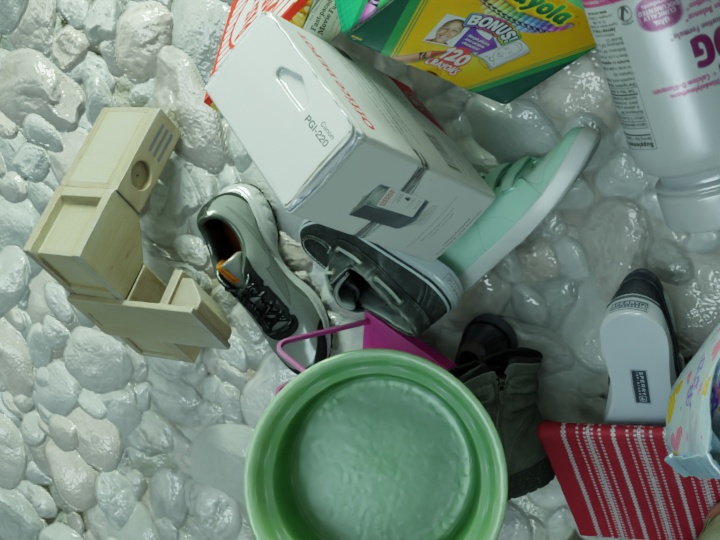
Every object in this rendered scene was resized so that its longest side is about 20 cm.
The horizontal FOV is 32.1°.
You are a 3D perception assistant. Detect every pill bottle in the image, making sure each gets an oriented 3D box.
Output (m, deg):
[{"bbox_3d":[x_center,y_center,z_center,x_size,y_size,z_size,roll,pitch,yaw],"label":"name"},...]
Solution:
[{"bbox_3d":[0.241,-0.137,0.911,0.113,0.113,0.201,-12,107,34],"label":"pill bottle"}]

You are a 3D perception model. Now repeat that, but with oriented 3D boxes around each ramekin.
[{"bbox_3d":[0.014,0.160,0.975,0.198,0.098,0.202,0,88,4],"label":"ramekin"}]

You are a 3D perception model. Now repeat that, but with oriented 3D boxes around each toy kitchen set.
[{"bbox_3d":[-0.182,-0.028,1.242,0.162,0.181,0.200,5,150,33],"label":"toy kitchen set"}]

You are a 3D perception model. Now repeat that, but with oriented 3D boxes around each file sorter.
[{"bbox_3d":[-0.005,0.163,1.138,0.139,0.125,0.202,33,126,49],"label":"file sorter"}]

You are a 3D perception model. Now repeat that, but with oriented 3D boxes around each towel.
[{"bbox_3d":[0.255,0.176,1.040,0.199,0.023,0.145,-2,132,30],"label":"towel"}]

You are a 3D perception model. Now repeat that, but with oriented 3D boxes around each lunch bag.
[{"bbox_3d":[0.303,0.072,0.874,0.200,0.170,0.127,-45,79,-3],"label":"lunch bag"}]

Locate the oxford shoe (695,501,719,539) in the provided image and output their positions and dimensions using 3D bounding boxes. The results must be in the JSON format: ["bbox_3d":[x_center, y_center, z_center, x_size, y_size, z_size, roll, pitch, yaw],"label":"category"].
[{"bbox_3d":[0.297,0.246,1.015,0.070,0.074,0.201,27,139,2],"label":"oxford shoe"}]

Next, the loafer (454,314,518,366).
[{"bbox_3d":[0.100,0.140,1.133,0.071,0.063,0.202,13,114,25],"label":"loafer"}]

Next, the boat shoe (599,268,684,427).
[{"bbox_3d":[0.233,0.087,1.032,0.071,0.068,0.201,1,130,24],"label":"boat shoe"}]

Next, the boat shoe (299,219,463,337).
[{"bbox_3d":[0.000,0.000,1.104,0.199,0.071,0.072,24,149,47],"label":"boat shoe"}]

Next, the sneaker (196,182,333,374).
[{"bbox_3d":[-0.098,0.017,1.201,0.074,0.079,0.201,-28,93,34],"label":"sneaker"}]

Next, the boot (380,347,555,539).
[{"bbox_3d":[0.073,0.146,1.059,0.068,0.199,0.132,30,139,59],"label":"boot"}]

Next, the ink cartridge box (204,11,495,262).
[{"bbox_3d":[-0.005,-0.098,0.968,0.085,0.199,0.146,-45,58,17],"label":"ink cartridge box"}]

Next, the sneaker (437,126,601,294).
[{"bbox_3d":[0.102,-0.076,1.043,0.118,0.074,0.200,46,127,2],"label":"sneaker"}]

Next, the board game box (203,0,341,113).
[{"bbox_3d":[-0.045,-0.231,1.036,0.046,0.152,0.200,32,128,-23],"label":"board game box"}]

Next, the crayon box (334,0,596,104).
[{"bbox_3d":[0.089,-0.200,0.935,0.118,0.199,0.059,-31,61,35],"label":"crayon box"}]
